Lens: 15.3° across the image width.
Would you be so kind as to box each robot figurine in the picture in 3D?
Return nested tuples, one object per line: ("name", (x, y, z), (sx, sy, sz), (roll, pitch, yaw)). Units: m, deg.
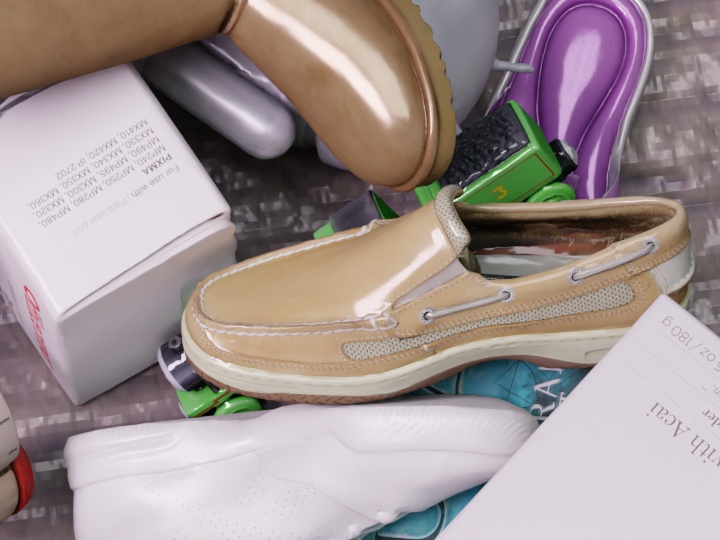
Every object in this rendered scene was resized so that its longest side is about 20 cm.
("robot figurine", (-0.025, -0.116, 1.139), (0.200, 0.113, 0.170), (29, 55, 6))

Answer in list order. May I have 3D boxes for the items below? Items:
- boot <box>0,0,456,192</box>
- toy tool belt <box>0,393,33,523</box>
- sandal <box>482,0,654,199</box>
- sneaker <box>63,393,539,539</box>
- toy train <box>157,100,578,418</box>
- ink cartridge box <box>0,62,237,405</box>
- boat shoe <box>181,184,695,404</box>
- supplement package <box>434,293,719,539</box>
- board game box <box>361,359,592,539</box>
("boot", (-0.083, -0.086, 1.003), (0.200, 0.066, 0.175), (-16, 67, -33))
("toy tool belt", (-0.242, 0.068, 1.052), (0.200, 0.125, 0.123), (30, 45, 21))
("sandal", (0.079, -0.039, 1.156), (0.082, 0.050, 0.203), (10, 74, 2))
("sneaker", (-0.020, 0.097, 1.068), (0.200, 0.075, 0.089), (-9, 86, 22))
("toy train", (0.000, 0.000, 1.100), (0.200, 0.056, 0.042), (-34, 52, 11))
("ink cartridge box", (-0.138, -0.059, 1.098), (0.084, 0.145, 0.200), (-32, 77, -11))
("boat shoe", (0.029, -0.002, 1.029), (0.200, 0.076, 0.072), (-8, 47, -7))
("supplement package", (0.094, 0.134, 0.960), (0.121, 0.120, 0.200), (40, 83, 26))
("board game box", (0.034, 0.094, 1.089), (0.135, 0.028, 0.200), (1, 68, 30))
